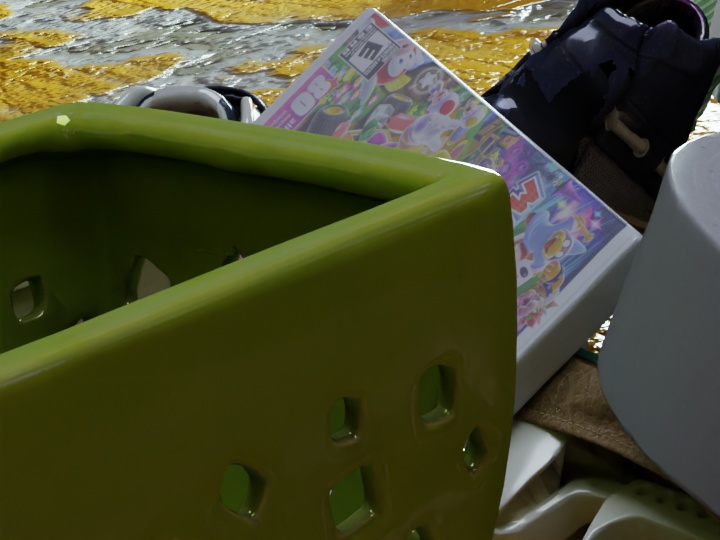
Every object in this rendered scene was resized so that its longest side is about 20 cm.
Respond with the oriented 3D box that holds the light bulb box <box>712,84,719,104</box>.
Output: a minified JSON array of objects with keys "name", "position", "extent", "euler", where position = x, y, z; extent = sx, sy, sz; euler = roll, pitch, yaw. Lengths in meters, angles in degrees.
[{"name":"light bulb box","position":[0.234,-0.131,1.094],"extent":[0.124,0.201,0.198],"euler":[18,11,-3]}]

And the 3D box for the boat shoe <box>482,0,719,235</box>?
[{"name":"boat shoe","position":[0.108,-0.058,1.072],"extent":[0.093,0.075,0.200],"euler":[-49,-15,13]}]

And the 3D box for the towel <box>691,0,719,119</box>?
[{"name":"towel","position":[0.165,-0.150,1.086],"extent":[0.023,0.153,0.200],"euler":[18,-14,-5]}]

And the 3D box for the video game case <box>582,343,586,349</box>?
[{"name":"video game case","position":[-0.033,0.021,1.042],"extent":[0.199,0.018,0.143],"euler":[-16,35,-10]}]

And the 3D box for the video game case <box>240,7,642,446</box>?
[{"name":"video game case","position":[0.000,0.000,0.956],"extent":[0.143,0.018,0.200],"euler":[-45,38,0]}]

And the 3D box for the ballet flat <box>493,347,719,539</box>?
[{"name":"ballet flat","position":[0.084,0.075,0.864],"extent":[0.072,0.068,0.200],"euler":[-37,32,-20]}]

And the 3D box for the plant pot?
[{"name":"plant pot","position":[-0.080,0.073,0.736],"extent":[0.199,0.182,0.199],"euler":[-23,22,-35]}]

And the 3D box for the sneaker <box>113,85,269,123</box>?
[{"name":"sneaker","position":[-0.057,-0.042,1.205],"extent":[0.078,0.080,0.200],"euler":[2,9,22]}]

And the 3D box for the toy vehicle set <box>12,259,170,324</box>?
[{"name":"toy vehicle set","position":[-0.121,0.073,0.849],"extent":[0.199,0.125,0.026],"euler":[-22,1,-33]}]

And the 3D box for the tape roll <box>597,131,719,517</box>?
[{"name":"tape roll","position":[0.171,0.030,0.797],"extent":[0.199,0.066,0.200],"euler":[15,21,-6]}]
